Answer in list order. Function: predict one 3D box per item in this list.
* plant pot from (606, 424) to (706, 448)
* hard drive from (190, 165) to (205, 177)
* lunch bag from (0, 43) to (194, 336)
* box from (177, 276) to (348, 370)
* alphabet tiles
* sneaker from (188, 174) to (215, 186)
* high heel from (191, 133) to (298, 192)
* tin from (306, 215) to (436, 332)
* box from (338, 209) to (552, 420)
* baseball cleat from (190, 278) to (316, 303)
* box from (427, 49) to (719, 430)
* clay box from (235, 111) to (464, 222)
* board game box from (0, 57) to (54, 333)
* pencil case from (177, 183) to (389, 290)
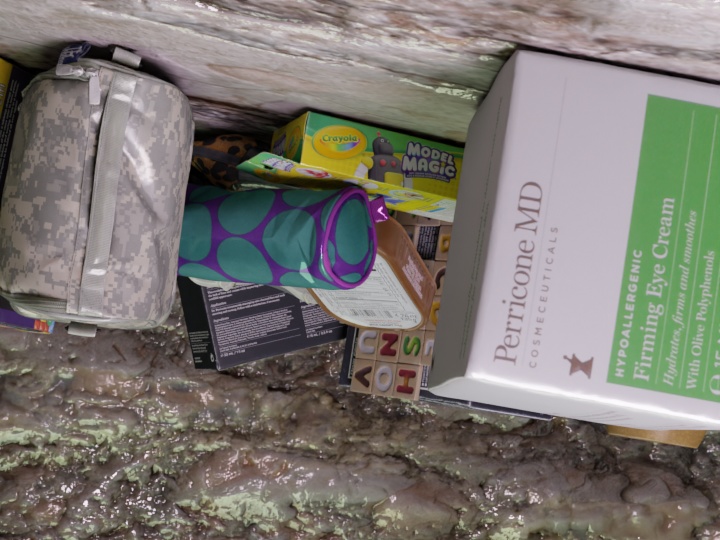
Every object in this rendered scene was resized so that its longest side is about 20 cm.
[{"bbox_3d":[0.317,0.077,1.423,0.185,0.201,0.186,9,175,1],"label":"plant pot"},{"bbox_3d":[-0.258,-0.114,1.321,0.199,0.038,0.140,11,174,-22],"label":"hard drive"},{"bbox_3d":[-0.193,-0.055,1.019,0.138,0.201,0.168,8,178,-15],"label":"lunch bag"},{"bbox_3d":[-0.084,0.014,1.435,0.199,0.142,0.079,-12,-176,-26],"label":"box"},{"bbox_3d":[0.036,0.022,1.336,0.008,0.201,0.167,13,173,-38],"label":"alphabet tiles"},{"bbox_3d":[-0.206,-0.066,1.256,0.199,0.076,0.091,-2,155,19],"label":"sneaker"},{"bbox_3d":[-0.084,-0.081,1.266,0.142,0.072,0.200,19,175,2],"label":"high heel"},{"bbox_3d":[0.000,0.000,1.228,0.111,0.042,0.200,-2,151,21],"label":"tin"},{"bbox_3d":[0.096,0.033,1.361,0.123,0.201,0.198,14,174,-39],"label":"box"},{"bbox_3d":[-0.084,-0.022,1.336,0.199,0.070,0.107,10,-144,-31],"label":"baseball cleat"},{"bbox_3d":[0.147,-0.009,0.865,0.170,0.200,0.200,10,173,-1],"label":"box"},{"bbox_3d":[0.007,-0.084,1.114,0.199,0.048,0.115,13,173,-17],"label":"clay box"},{"bbox_3d":[-0.293,-0.058,1.113,0.056,0.201,0.165,9,173,21],"label":"board game box"},{"bbox_3d":[-0.083,-0.032,1.122,0.199,0.086,0.092,5,-150,33],"label":"pencil case"}]
